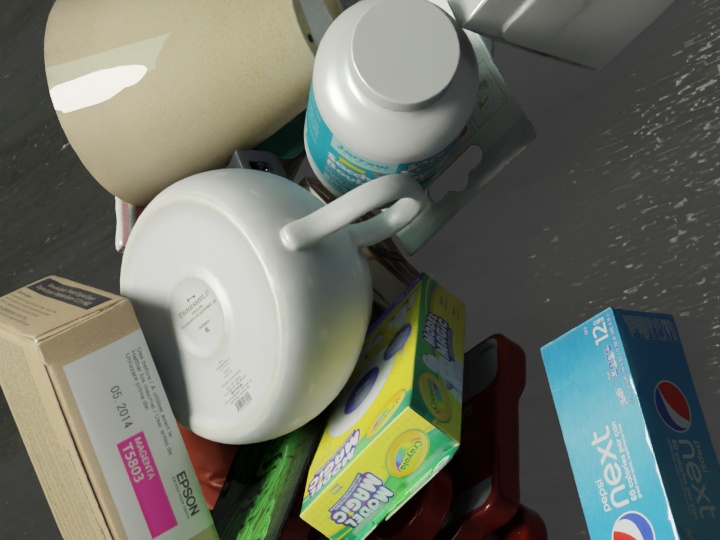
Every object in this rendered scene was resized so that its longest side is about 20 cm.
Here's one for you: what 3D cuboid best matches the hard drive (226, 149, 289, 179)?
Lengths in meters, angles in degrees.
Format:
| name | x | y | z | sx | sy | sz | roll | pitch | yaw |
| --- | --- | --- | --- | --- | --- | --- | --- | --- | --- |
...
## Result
| name | x | y | z | sx | sy | sz | roll | pitch | yaw |
| --- | --- | --- | --- | --- | --- | --- | --- | --- | --- |
| hard drive | -0.060 | 0.010 | 1.127 | 0.202 | 0.042 | 0.135 | 68 | 161 | 9 |

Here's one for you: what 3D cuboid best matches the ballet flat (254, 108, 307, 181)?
| name | x | y | z | sx | sy | sz | roll | pitch | yaw |
| --- | --- | --- | --- | --- | --- | --- | --- | --- | --- |
| ballet flat | -0.082 | -0.099 | 1.220 | 0.064 | 0.067 | 0.202 | -97 | 33 | -80 |

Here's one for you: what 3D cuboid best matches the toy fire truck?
| name | x | y | z | sx | sy | sz | roll | pitch | yaw |
| --- | --- | --- | --- | --- | --- | --- | --- | --- | --- |
| toy fire truck | 0.045 | 0.154 | 1.006 | 0.200 | 0.111 | 0.169 | -39 | 32 | 40 |

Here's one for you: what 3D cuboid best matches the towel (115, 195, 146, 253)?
| name | x | y | z | sx | sy | sz | roll | pitch | yaw |
| --- | --- | --- | --- | --- | --- | --- | --- | --- | --- |
| towel | -0.172 | -0.043 | 1.229 | 0.030 | 0.200 | 0.148 | -15 | 62 | 13 |

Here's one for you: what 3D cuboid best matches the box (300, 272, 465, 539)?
| name | x | y | z | sx | sy | sz | roll | pitch | yaw |
| --- | --- | --- | --- | --- | --- | --- | --- | --- | --- |
| box | 0.017 | 0.098 | 0.939 | 0.117 | 0.048 | 0.201 | -47 | 17 | 24 |

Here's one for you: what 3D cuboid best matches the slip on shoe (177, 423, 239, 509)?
| name | x | y | z | sx | sy | sz | roll | pitch | yaw |
| --- | --- | --- | --- | --- | --- | --- | --- | --- | --- |
| slip on shoe | -0.138 | 0.134 | 1.180 | 0.074 | 0.061 | 0.202 | -25 | 77 | 33 |

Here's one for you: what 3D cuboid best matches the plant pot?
| name | x | y | z | sx | sy | sz | roll | pitch | yaw |
| --- | --- | --- | --- | --- | --- | --- | --- | --- | --- |
| plant pot | -0.114 | -0.168 | 1.110 | 0.198 | 0.187 | 0.190 | -16 | 71 | 26 |

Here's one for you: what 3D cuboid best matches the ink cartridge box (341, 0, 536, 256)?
| name | x | y | z | sx | sy | sz | roll | pitch | yaw |
| --- | --- | --- | --- | --- | --- | --- | --- | --- | --- |
| ink cartridge box | 0.052 | -0.140 | 1.089 | 0.162 | 0.050 | 0.202 | -44 | 67 | 37 |

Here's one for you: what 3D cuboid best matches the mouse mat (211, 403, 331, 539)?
| name | x | y | z | sx | sy | sz | roll | pitch | yaw |
| --- | --- | --- | --- | --- | --- | --- | --- | --- | --- |
| mouse mat | -0.074 | 0.155 | 1.004 | 0.161 | 0.007 | 0.201 | -42 | 20 | 44 |

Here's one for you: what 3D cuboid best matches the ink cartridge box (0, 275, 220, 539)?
| name | x | y | z | sx | sy | sz | roll | pitch | yaw |
| --- | --- | --- | --- | --- | --- | --- | --- | --- | --- |
| ink cartridge box | -0.187 | 0.114 | 0.991 | 0.164 | 0.075 | 0.202 | 11 | 122 | 59 |

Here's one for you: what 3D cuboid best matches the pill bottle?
| name | x | y | z | sx | sy | sz | roll | pitch | yaw |
| --- | --- | --- | --- | --- | --- | --- | --- | --- | --- |
| pill bottle | 0.019 | -0.116 | 0.950 | 0.200 | 0.109 | 0.113 | 111 | 158 | -78 |

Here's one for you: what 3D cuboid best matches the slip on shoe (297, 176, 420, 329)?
| name | x | y | z | sx | sy | sz | roll | pitch | yaw |
| --- | --- | --- | --- | --- | --- | --- | --- | --- | --- |
| slip on shoe | 0.000 | 0.000 | 1.097 | 0.200 | 0.076 | 0.061 | 47 | 111 | 35 |

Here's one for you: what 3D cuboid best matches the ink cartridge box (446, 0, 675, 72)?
| name | x | y | z | sx | sy | sz | roll | pitch | yaw |
| --- | --- | --- | --- | --- | --- | --- | --- | --- | --- |
| ink cartridge box | 0.125 | -0.262 | 0.923 | 0.147 | 0.143 | 0.202 | -44 | 52 | 36 |

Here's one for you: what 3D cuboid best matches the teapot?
| name | x | y | z | sx | sy | sz | roll | pitch | yaw |
| --- | --- | --- | --- | --- | --- | --- | --- | --- | --- |
| teapot | -0.059 | 0.015 | 0.972 | 0.198 | 0.145 | 0.200 | 18 | 112 | 39 |

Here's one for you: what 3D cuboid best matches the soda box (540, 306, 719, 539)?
| name | x | y | z | sx | sy | sz | roll | pitch | yaw |
| --- | --- | --- | --- | --- | --- | --- | --- | --- | --- |
| soda box | 0.177 | 0.129 | 0.862 | 0.068 | 0.064 | 0.203 | -35 | 58 | 43 |

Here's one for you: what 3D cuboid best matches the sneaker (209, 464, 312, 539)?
| name | x | y | z | sx | sy | sz | roll | pitch | yaw |
| --- | --- | --- | --- | --- | --- | --- | --- | --- | --- |
| sneaker | -0.105 | 0.198 | 1.092 | 0.200 | 0.112 | 0.071 | -48 | 33 | 15 |
